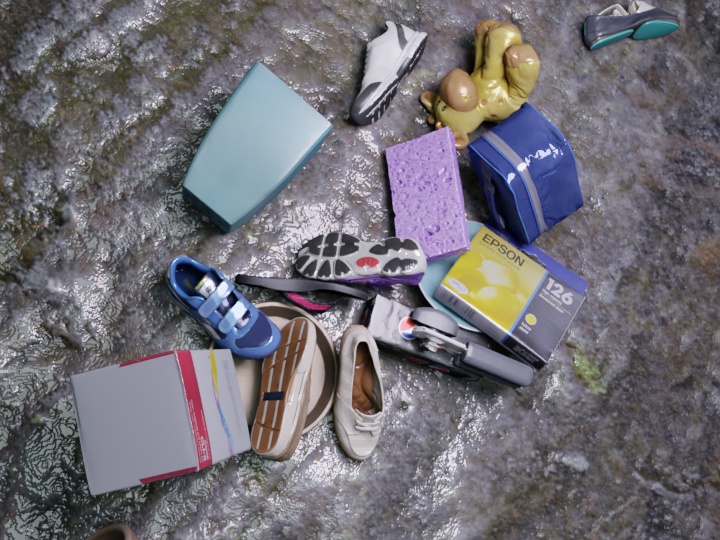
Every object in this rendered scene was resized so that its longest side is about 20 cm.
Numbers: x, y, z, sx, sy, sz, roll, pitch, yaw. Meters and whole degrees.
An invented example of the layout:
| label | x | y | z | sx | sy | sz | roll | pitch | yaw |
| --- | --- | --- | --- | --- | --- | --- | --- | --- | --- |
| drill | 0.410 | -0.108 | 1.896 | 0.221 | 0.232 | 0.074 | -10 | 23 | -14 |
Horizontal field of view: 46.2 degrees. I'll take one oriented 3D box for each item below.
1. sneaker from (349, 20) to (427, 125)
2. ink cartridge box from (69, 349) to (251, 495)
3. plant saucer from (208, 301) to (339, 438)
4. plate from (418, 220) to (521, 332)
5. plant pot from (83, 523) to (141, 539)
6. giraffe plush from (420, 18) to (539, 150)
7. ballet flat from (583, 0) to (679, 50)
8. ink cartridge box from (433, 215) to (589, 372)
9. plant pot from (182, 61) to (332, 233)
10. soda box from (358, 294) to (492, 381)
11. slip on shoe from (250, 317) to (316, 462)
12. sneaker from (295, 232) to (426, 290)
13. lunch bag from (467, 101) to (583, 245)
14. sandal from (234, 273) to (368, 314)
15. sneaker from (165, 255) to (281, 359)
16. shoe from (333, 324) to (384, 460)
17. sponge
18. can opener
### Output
| label | x | y | z | sx | sy | sz | roll | pitch | yaw |
| --- | --- | --- | --- | --- | --- | --- | --- | --- | --- |
| sneaker | 0.030 | -0.318 | 1.360 | 0.079 | 0.074 | 0.201 | 30 | 66 | 6 |
| ink cartridge box | -0.245 | 0.185 | 1.071 | 0.143 | 0.200 | 0.147 | -15 | 83 | 10 |
| plant saucer | -0.128 | 0.147 | 1.224 | 0.197 | 0.029 | 0.203 | 3 | 78 | -16 |
| plate | 0.176 | 0.011 | 1.327 | 0.197 | 0.026 | 0.202 | 7 | 57 | -11 |
| plant pot | -0.301 | 0.448 | 1.040 | 0.201 | 0.199 | 0.175 | -48 | 113 | -20 |
| giraffe plush | 0.186 | -0.285 | 1.366 | 0.160 | 0.173 | 0.202 | -20 | 119 | -10 |
| ballet flat | 0.486 | -0.451 | 1.521 | 0.197 | 0.073 | 0.074 | -15 | 83 | -17 |
| ink cartridge box | 0.242 | 0.022 | 1.299 | 0.197 | 0.047 | 0.201 | 35 | 59 | 7 |
| plant pot | -0.164 | -0.164 | 1.225 | 0.141 | 0.141 | 0.201 | 39 | 78 | -5 |
| soda box | 0.096 | 0.104 | 1.283 | 0.198 | 0.063 | 0.072 | 21 | 73 | -13 |
| slip on shoe | -0.098 | 0.168 | 1.186 | 0.060 | 0.075 | 0.203 | 38 | 54 | -48 |
| sneaker | 0.000 | 0.000 | 1.256 | 0.197 | 0.084 | 0.081 | 5 | 58 | 12 |
| lunch bag | 0.251 | -0.139 | 1.313 | 0.132 | 0.201 | 0.136 | -33 | 49 | -2 |
| sandal | -0.088 | 0.038 | 1.241 | 0.197 | 0.075 | 0.046 | 6 | 83 | -8 |
| sneaker | -0.196 | 0.051 | 1.172 | 0.199 | 0.083 | 0.074 | 33 | 65 | 12 |
| shoe | -0.002 | 0.182 | 1.211 | 0.069 | 0.053 | 0.203 | -6 | 102 | -19 |
| sponge | 0.103 | -0.113 | 1.303 | 0.110 | 0.030 | 0.203 | -14 | 70 | 22 |
| can opener | 0.164 | 0.115 | 1.240 | 0.198 | 0.053 | 0.067 | 27 | 71 | -10 |
